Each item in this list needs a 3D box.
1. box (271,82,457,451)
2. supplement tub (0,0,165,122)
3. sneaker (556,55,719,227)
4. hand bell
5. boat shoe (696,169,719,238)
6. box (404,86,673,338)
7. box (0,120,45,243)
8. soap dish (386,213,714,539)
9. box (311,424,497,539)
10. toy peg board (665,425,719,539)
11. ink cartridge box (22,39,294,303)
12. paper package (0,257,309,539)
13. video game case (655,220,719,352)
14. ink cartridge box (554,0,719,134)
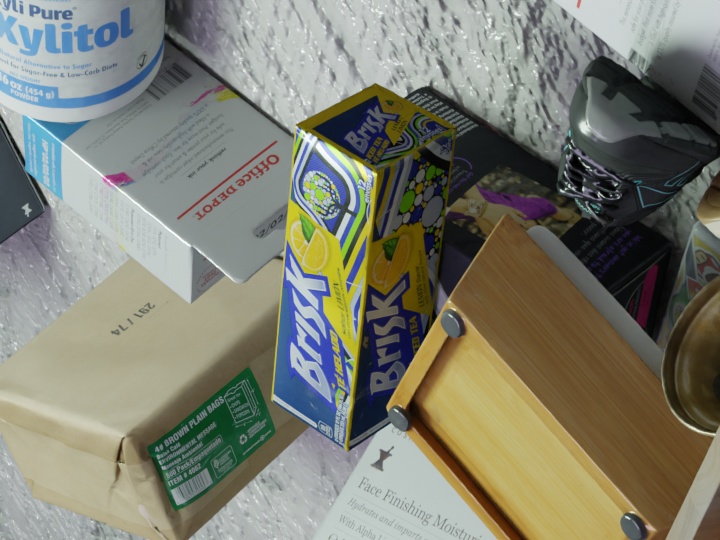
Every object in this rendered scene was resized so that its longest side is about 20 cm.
[{"bbox_3d":[0.000,0.000,1.627,0.064,0.070,0.200,31,134,31],"label":"box"},{"bbox_3d":[-0.188,-0.202,1.814,0.132,0.132,0.200,38,150,22],"label":"supplement tub"},{"bbox_3d":[0.139,-0.056,1.470,0.075,0.079,0.200,42,-170,14],"label":"sneaker"},{"bbox_3d":[0.256,0.086,1.508,0.104,0.104,0.200,12,159,49],"label":"hand bell"},{"bbox_3d":[0.260,-0.032,1.450,0.069,0.074,0.200,44,156,-24],"label":"boat shoe"},{"bbox_3d":[0.070,0.001,1.696,0.200,0.106,0.122,35,138,27],"label":"box"},{"bbox_3d":[-0.380,-0.041,2.203,0.182,0.200,0.104,6,128,51],"label":"box"},{"bbox_3d":[0.108,0.089,1.548,0.200,0.081,0.157,48,148,13],"label":"soap dish"},{"bbox_3d":[0.113,0.189,1.764,0.199,0.131,0.200,23,168,44],"label":"box"},{"bbox_3d":[0.263,0.156,1.464,0.199,0.200,0.098,108,145,-44],"label":"toy peg board"},{"bbox_3d":[-0.113,-0.060,1.888,0.200,0.115,0.068,38,149,22],"label":"ink cartridge box"},{"bbox_3d":[-0.131,0.077,1.987,0.190,0.200,0.104,12,134,48],"label":"paper package"},{"bbox_3d":[0.253,0.081,1.629,0.200,0.023,0.182,39,149,20],"label":"video game case"},{"bbox_3d":[0.164,-0.156,1.433,0.200,0.068,0.116,41,150,17],"label":"ink cartridge box"}]
